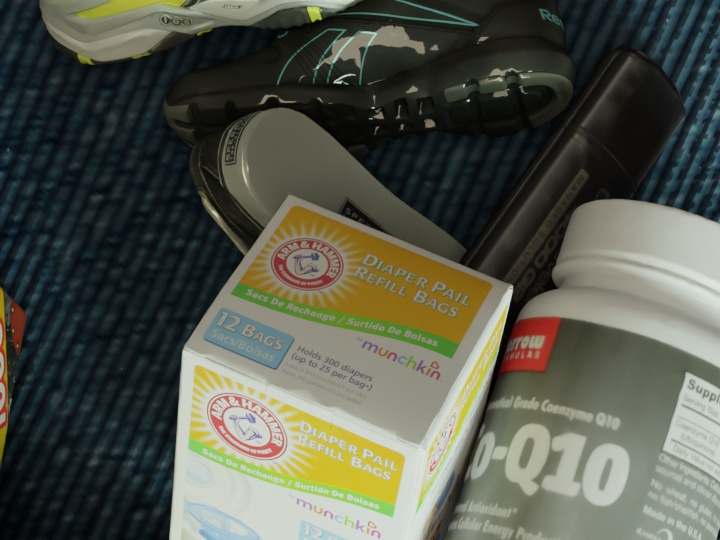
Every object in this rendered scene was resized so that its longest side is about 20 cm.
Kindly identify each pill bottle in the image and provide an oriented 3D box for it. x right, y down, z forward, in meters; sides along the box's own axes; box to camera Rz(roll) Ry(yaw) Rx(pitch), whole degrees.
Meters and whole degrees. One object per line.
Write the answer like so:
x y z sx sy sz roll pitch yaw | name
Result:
0.109 0.078 0.890 0.114 0.114 0.201 19 75 1 | pill bottle

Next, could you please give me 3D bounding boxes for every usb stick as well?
0.088 -0.019 0.953 0.055 0.033 0.200 44 73 -28 | usb stick

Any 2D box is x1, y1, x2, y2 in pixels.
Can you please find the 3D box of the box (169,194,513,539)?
-0.014 0.082 0.891 0.112 0.200 0.101 23 49 11 | box

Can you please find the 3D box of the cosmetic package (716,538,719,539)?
0.152 0.232 0.943 0.085 0.108 0.200 31 92 24 | cosmetic package

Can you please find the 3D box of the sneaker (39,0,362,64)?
-0.060 -0.158 0.948 0.199 0.076 0.077 -18 130 0 | sneaker

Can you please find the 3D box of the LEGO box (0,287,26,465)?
-0.223 0.087 0.900 0.077 0.149 0.201 2 70 12 | LEGO box

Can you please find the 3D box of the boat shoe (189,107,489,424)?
0.000 0.000 0.968 0.200 0.064 0.071 47 60 -20 | boat shoe

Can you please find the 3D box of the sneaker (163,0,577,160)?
0.003 -0.100 0.973 0.199 0.075 0.080 -7 66 6 | sneaker
